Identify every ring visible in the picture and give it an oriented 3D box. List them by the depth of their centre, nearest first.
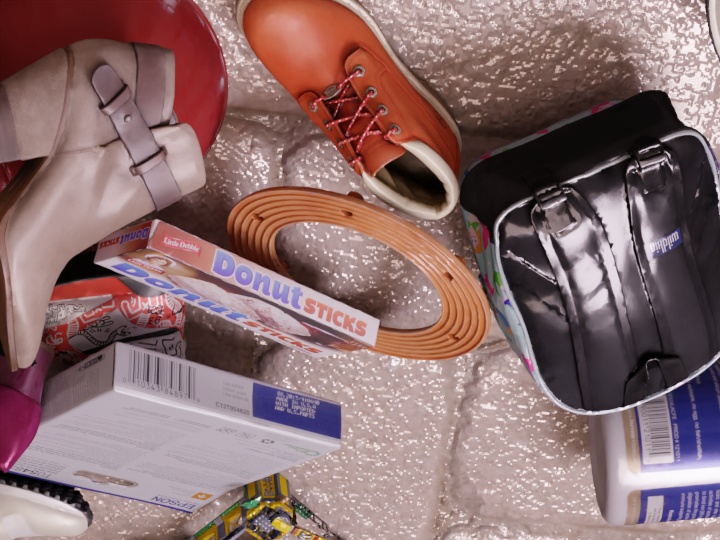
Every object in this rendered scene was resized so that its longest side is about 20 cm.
[{"bbox_3d":[0.000,0.000,1.500,0.200,0.019,0.201,20,151,12],"label":"ring"}]

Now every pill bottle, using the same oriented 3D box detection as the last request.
[{"bbox_3d":[0.275,0.126,1.596,0.199,0.116,0.116,-4,122,-1],"label":"pill bottle"}]

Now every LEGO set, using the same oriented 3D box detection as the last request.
[{"bbox_3d":[-0.057,0.265,1.649,0.153,0.116,0.200,-30,124,14],"label":"LEGO set"}]

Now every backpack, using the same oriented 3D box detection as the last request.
[{"bbox_3d":[0.167,-0.009,1.479,0.177,0.151,0.201,-24,116,-5],"label":"backpack"}]

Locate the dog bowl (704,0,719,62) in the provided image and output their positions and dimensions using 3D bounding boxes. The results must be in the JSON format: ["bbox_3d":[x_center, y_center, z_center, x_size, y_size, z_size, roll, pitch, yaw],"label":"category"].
[{"bbox_3d":[0.322,-0.201,1.422,0.199,0.074,0.201,-1,122,-2],"label":"dog bowl"}]

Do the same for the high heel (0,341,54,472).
[{"bbox_3d":[-0.310,0.094,1.516,0.199,0.097,0.067,-5,147,34],"label":"high heel"}]

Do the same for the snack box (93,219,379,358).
[{"bbox_3d":[-0.084,0.015,1.499,0.199,0.024,0.072,25,158,-33],"label":"snack box"}]

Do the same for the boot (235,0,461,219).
[{"bbox_3d":[-0.004,-0.116,1.436,0.200,0.107,0.075,39,114,-22],"label":"boot"}]

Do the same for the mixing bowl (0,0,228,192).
[{"bbox_3d":[-0.189,-0.101,1.432,0.199,0.109,0.201,-1,122,-2],"label":"mixing bowl"}]

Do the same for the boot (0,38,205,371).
[{"bbox_3d":[-0.169,-0.045,1.348,0.146,0.070,0.201,-14,115,-21],"label":"boot"}]

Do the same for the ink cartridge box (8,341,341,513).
[{"bbox_3d":[-0.148,0.117,1.556,0.199,0.041,0.200,18,150,-34],"label":"ink cartridge box"}]

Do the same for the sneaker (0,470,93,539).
[{"bbox_3d":[-0.304,0.188,1.609,0.199,0.070,0.094,13,97,-6],"label":"sneaker"}]

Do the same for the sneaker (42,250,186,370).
[{"bbox_3d":[-0.224,0.045,1.543,0.200,0.067,0.108,-7,119,-2],"label":"sneaker"}]

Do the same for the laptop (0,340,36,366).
[{"bbox_3d":[-0.300,-0.057,1.438,0.187,0.116,0.201,16,95,30],"label":"laptop"}]
